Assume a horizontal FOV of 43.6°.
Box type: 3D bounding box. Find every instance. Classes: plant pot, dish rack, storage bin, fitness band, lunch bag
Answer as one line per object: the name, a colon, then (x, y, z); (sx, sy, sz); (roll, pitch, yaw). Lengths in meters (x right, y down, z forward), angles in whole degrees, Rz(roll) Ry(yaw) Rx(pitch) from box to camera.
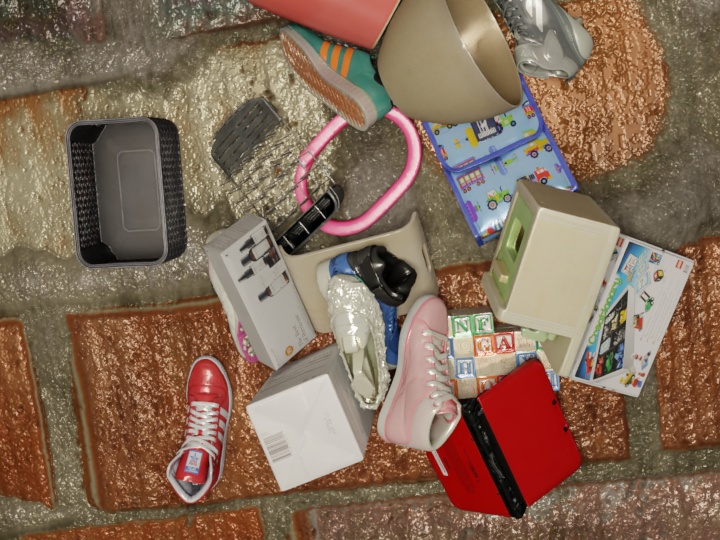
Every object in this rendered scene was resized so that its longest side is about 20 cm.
plant pot: (-0.025, -0.392, 1.155); (0.175, 0.201, 0.203); (29, 100, -7)
dish rack: (-0.125, -0.128, 1.236); (0.153, 0.055, 0.201); (-39, 91, 33)
plant pot: (0.099, -0.268, 1.145); (0.133, 0.200, 0.203); (-25, 94, 27)
storage bin: (-0.326, -0.110, 1.267); (0.132, 0.094, 0.204); (-2, 98, 7)
fitness band: (-0.004, -0.142, 1.254); (0.144, 0.037, 0.200); (45, 101, -1)
lunch bag: (0.183, -0.159, 1.216); (0.149, 0.094, 0.203); (-25, 81, 8)

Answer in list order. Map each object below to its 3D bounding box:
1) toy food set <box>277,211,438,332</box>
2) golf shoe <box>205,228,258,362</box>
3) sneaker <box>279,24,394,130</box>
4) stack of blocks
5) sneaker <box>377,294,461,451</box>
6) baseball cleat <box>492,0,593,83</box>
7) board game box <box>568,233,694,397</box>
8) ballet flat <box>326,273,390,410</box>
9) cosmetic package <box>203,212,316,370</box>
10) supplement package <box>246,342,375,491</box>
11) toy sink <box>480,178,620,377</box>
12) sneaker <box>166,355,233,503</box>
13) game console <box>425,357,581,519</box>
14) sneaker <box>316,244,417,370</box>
toy food set: (0.000, 0.000, 1.244); (0.196, 0.061, 0.145); (-14, 129, 7)
golf shoe: (-0.172, 0.032, 1.286); (0.091, 0.075, 0.204); (19, 122, 46)
sneaker: (-0.028, -0.272, 1.219); (0.079, 0.072, 0.200); (-35, 67, -24)
stack of blocks: (0.172, 0.112, 1.255); (0.196, 0.059, 0.118); (-5, 97, 7)
sneaker: (0.096, 0.137, 1.166); (0.104, 0.075, 0.204); (12, 82, 47)
baseball cleat: (0.213, -0.328, 1.177); (0.199, 0.070, 0.107); (38, 74, 1)
board game box: (0.358, 0.062, 1.213); (0.124, 0.035, 0.203); (16, 100, -25)
ballet flat: (0.001, 0.099, 1.152); (0.070, 0.072, 0.202); (-11, 125, 8)
cosmetic package: (-0.133, 0.031, 1.224); (0.082, 0.050, 0.202); (-38, 125, -24)
supplement package: (-0.061, 0.189, 1.220); (0.118, 0.200, 0.123); (-23, 95, 9)
toy sink: (0.222, 0.008, 1.118); (0.110, 0.131, 0.203); (12, 110, -6)
sneaker: (-0.230, 0.231, 1.289); (0.070, 0.112, 0.204); (2, 98, 6)
game console: (0.185, 0.230, 1.252); (0.170, 0.119, 0.202); (-4, 122, 42)
sneaker: (0.036, 0.049, 1.196); (0.110, 0.077, 0.201); (-20, 123, 24)
